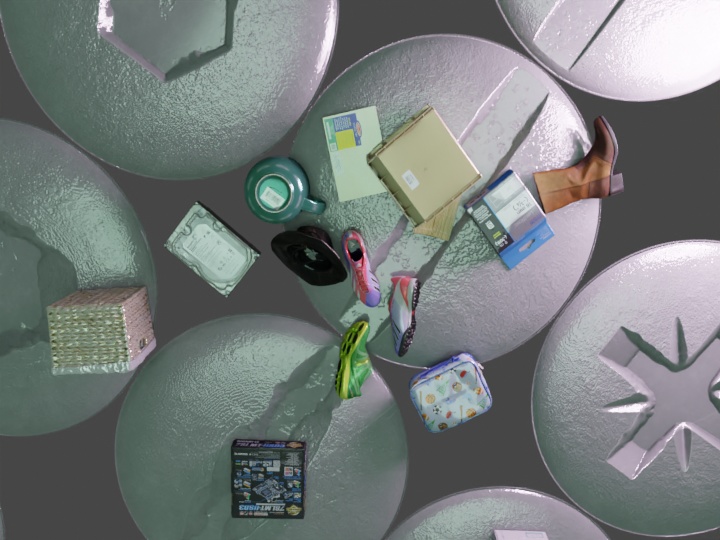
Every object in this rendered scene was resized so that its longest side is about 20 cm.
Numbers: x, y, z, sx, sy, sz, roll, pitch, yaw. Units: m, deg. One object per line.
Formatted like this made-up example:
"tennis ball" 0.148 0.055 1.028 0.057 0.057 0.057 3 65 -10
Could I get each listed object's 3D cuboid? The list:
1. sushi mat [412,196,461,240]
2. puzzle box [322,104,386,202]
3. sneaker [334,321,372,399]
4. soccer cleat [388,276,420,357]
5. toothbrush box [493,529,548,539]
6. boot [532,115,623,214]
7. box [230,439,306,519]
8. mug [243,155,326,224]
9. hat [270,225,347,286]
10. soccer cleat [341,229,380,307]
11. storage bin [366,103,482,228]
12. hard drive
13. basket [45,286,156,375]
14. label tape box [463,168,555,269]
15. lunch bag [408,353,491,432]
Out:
"sushi mat" 0.194 -0.177 1.681 0.093 0.012 0.205 14 102 -1
"puzzle box" -0.007 -0.275 1.652 0.130 0.025 0.205 -11 103 3
"sneaker" -0.009 0.223 1.753 0.082 0.074 0.205 9 101 -28
"soccer cleat" 0.099 0.112 1.729 0.072 0.068 0.205 13 108 21
"toothbrush box" 0.425 0.807 1.869 0.142 0.085 0.205 1 104 1
"boot" 0.504 -0.249 1.653 0.195 0.069 0.192 -13 110 10
"box" -0.240 0.547 1.828 0.195 0.050 0.204 1 104 -1
"mug" -0.180 -0.189 1.626 0.180 0.115 0.156 -10 103 3
"hat" -0.112 -0.051 1.670 0.196 0.082 0.202 15 146 10
"soccer cleat" 0.000 0.000 1.689 0.065 0.077 0.204 -16 102 4
"storage bin" 0.143 -0.237 1.607 0.197 0.094 0.201 -38 102 5
"hard drive" -0.358 -0.051 1.698 0.199 0.038 0.140 41 99 -8
"basket" -0.609 0.139 1.660 0.195 0.198 0.165 -2 101 1
"label tape box" 0.362 -0.115 1.670 0.143 0.063 0.201 -38 100 9
"lunch bag" 0.227 0.302 1.761 0.197 0.076 0.163 -27 99 7
